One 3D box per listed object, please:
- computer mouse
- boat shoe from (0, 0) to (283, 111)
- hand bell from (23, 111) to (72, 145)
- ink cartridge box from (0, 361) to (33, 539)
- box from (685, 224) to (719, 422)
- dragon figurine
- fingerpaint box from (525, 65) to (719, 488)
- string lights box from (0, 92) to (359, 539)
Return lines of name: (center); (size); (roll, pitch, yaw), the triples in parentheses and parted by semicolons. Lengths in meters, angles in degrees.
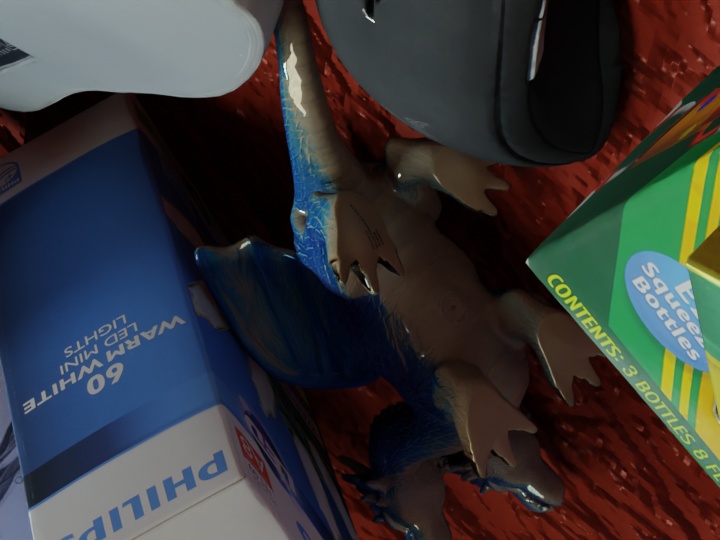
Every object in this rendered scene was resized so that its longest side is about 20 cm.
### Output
computer mouse: (-0.008, -0.100, 0.613); (0.140, 0.046, 0.200); (34, 153, 24)
boat shoe: (-0.072, -0.085, 0.715); (0.073, 0.066, 0.200); (31, 166, -27)
hand bell: (-0.093, 0.034, 0.936); (0.104, 0.104, 0.200); (29, 139, 35)
ink cartridge box: (-0.143, 0.071, 0.843); (0.145, 0.084, 0.200); (4, 128, 57)
box: (0.119, 0.056, 0.461); (0.117, 0.048, 0.200); (28, 148, 38)
dragon figurine: (0.000, 0.000, 0.736); (0.200, 0.059, 0.099); (55, 154, -19)
fingerpaint box: (0.147, 0.034, 0.527); (0.200, 0.073, 0.167); (49, 155, -5)
string lights box: (-0.049, 0.047, 0.767); (0.103, 0.059, 0.200); (58, -175, -33)
